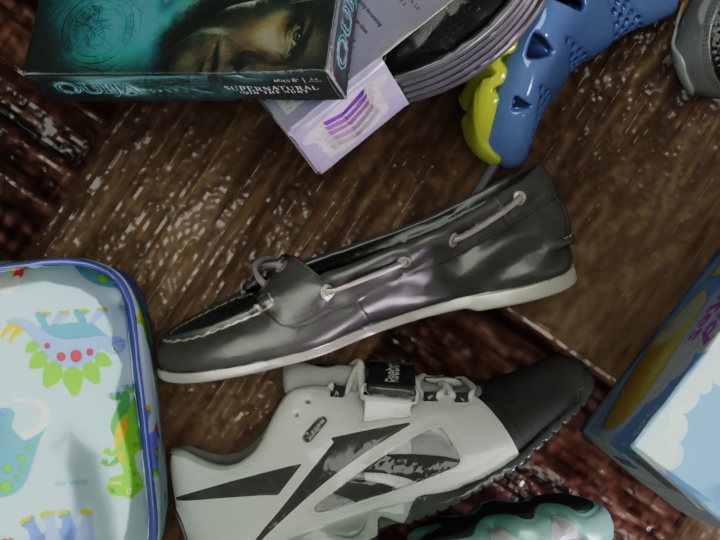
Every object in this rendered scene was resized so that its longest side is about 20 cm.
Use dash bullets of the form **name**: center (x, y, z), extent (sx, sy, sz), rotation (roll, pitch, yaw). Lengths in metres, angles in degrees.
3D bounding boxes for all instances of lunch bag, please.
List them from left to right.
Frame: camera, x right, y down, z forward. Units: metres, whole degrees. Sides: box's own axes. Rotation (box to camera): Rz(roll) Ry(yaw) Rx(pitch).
- **lunch bag**: center (-0.187, 0.080, 0.773), extent (0.199, 0.082, 0.162), rotation (-7, 87, -3)

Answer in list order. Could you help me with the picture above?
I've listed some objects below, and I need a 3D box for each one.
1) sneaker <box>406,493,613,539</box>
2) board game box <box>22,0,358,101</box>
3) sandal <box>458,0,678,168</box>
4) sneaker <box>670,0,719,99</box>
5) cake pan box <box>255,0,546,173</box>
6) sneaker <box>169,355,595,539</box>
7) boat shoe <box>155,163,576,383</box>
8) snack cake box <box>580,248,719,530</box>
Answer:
- **sneaker**: center (0.036, 0.190, 0.790), extent (0.199, 0.078, 0.141), rotation (-21, 91, 6)
- **board game box**: center (-0.058, -0.167, 0.738), extent (0.134, 0.028, 0.201), rotation (1, 70, 18)
- **sandal**: center (0.108, -0.136, 0.801), extent (0.087, 0.079, 0.201), rotation (25, 88, -6)
- **sneaker**: center (0.234, -0.132, 0.795), extent (0.199, 0.077, 0.079), rotation (-27, 120, -3)
- **cake pan box**: center (-0.004, -0.167, 0.766), extent (0.184, 0.052, 0.200), rotation (-40, 65, 1)
- **sneaker**: center (0.007, 0.070, 0.788), extent (0.199, 0.074, 0.089), rotation (-25, 91, -4)
- **boat shoe**: center (0.000, 0.000, 0.792), extent (0.199, 0.067, 0.057), rotation (-14, 101, -10)
- **snack cake box**: center (0.192, 0.017, 0.779), extent (0.067, 0.115, 0.200), rotation (39, 86, -1)
